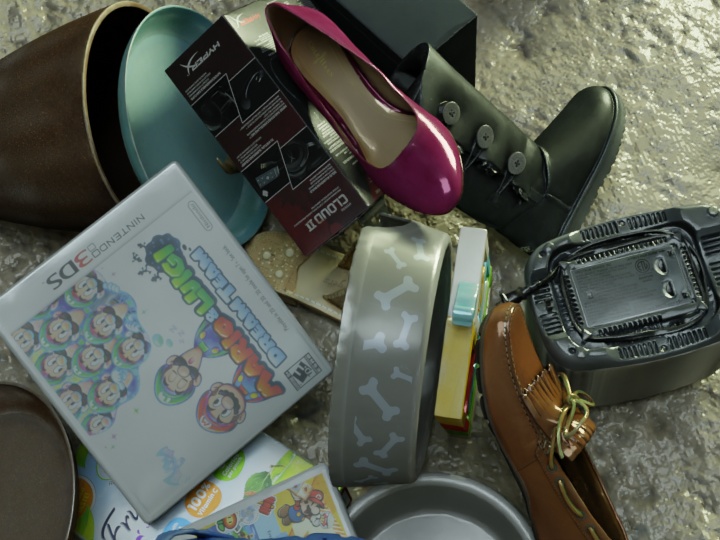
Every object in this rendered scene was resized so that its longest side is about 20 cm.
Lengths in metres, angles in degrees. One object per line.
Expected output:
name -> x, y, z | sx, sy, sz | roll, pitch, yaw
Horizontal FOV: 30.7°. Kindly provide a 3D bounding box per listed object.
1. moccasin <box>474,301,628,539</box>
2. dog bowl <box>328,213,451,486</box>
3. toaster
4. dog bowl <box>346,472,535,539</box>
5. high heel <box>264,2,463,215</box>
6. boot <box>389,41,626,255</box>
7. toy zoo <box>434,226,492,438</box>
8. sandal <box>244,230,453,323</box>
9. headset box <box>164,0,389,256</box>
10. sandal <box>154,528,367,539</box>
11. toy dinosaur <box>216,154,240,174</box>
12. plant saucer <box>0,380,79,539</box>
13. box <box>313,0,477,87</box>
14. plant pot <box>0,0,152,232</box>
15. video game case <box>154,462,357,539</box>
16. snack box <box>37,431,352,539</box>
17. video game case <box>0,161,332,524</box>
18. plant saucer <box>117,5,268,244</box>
moccasin -> 0.137, 0.118, 0.915 | 0.077, 0.073, 0.204 | -19, 90, 30
dog bowl -> 0.025, 0.059, 0.936 | 0.058, 0.201, 0.203 | 7, 67, 8
toaster -> 0.201, 0.035, 0.997 | 0.197, 0.130, 0.115 | -15, 65, -2
dog bowl -> 0.053, 0.242, 0.961 | 0.197, 0.059, 0.203 | -3, 66, 6
high heel -> -0.003, -0.115, 0.931 | 0.068, 0.096, 0.200 | -50, 50, 11
boot -> 0.110, -0.119, 1.044 | 0.199, 0.065, 0.167 | 30, 72, -25
toy zoo -> 0.076, 0.048, 0.953 | 0.020, 0.200, 0.133 | 7, 80, 9
sandal -> -0.002, 0.005, 1.064 | 0.209, 0.070, 0.079 | 14, 68, 12
headset box -> -0.039, -0.117, 1.043 | 0.077, 0.149, 0.201 | -34, 96, 30
sandal -> -0.070, 0.213, 0.887 | 0.197, 0.087, 0.081 | -3, 65, 6
toy dinosaur -> -0.084, -0.103, 1.098 | 0.058, 0.101, 0.201 | -34, 23, 30
plant saucer -> -0.284, 0.186, 1.001 | 0.198, 0.032, 0.203 | -11, 69, 29
box -> 0.006, -0.215, 1.122 | 0.079, 0.142, 0.200 | -41, 69, -12
plant pot -> -0.260, -0.112, 1.098 | 0.197, 0.187, 0.190 | -7, 64, 23
video game case -> -0.069, 0.264, 0.924 | 0.180, 0.023, 0.202 | -24, 65, -1
snack box -> -0.126, 0.180, 1.009 | 0.198, 0.053, 0.143 | 29, 72, 17
video game case -> -0.149, 0.053, 0.978 | 0.181, 0.024, 0.201 | -38, 96, -10
plant saucer -> -0.137, -0.115, 1.075 | 0.027, 0.200, 0.203 | -13, 63, 28
